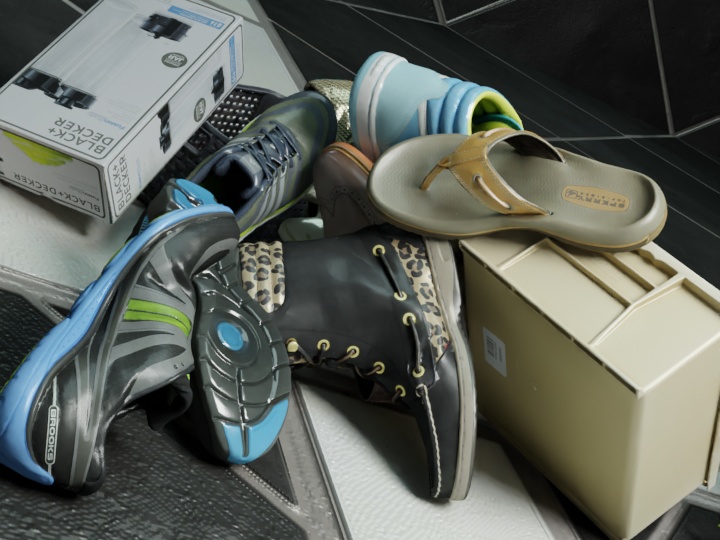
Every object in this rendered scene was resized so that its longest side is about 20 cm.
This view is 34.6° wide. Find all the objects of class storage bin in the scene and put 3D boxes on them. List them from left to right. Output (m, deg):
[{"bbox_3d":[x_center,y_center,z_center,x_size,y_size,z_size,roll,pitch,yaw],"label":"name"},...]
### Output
[{"bbox_3d":[-0.106,-0.097,1.028,0.135,0.094,0.200,38,20,26],"label":"storage bin"},{"bbox_3d":[0.156,0.061,0.823,0.094,0.201,0.199,-33,52,-18],"label":"storage bin"}]

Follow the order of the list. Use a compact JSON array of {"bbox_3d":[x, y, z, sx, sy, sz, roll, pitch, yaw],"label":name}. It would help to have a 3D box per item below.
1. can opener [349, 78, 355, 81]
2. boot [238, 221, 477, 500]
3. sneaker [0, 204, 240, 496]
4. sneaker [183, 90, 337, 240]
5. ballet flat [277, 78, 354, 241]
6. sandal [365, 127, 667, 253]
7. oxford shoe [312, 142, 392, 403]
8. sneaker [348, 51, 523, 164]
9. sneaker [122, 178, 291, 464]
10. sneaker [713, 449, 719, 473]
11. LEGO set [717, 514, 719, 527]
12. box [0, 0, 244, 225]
[{"bbox_3d":[-0.014,-0.132,1.137,0.063,0.200,0.079,-26,91,-35],"label":"can opener"},{"bbox_3d":[-0.003,0.059,0.778,0.150,0.201,0.073,-4,-15,-6],"label":"boot"},{"bbox_3d":[-0.121,0.040,0.631,0.083,0.071,0.200,37,49,-7],"label":"sneaker"},{"bbox_3d":[-0.080,-0.069,0.859,0.074,0.081,0.200,43,62,-5],"label":"sneaker"},{"bbox_3d":[-0.033,-0.060,0.945,0.075,0.201,0.068,7,-9,-28],"label":"ballet flat"},{"bbox_3d":[0.101,-0.060,0.762,0.199,0.081,0.054,10,-29,16],"label":"sandal"},{"bbox_3d":[0.000,0.000,0.854,0.073,0.071,0.201,-14,78,-37],"label":"oxford shoe"},{"bbox_3d":[0.069,-0.070,0.889,0.130,0.080,0.200,18,-30,26],"label":"sneaker"},{"bbox_3d":[-0.103,0.040,0.728,0.073,0.082,0.201,21,39,-43],"label":"sneaker"},{"bbox_3d":[0.267,0.100,0.939,0.074,0.115,0.200,62,-17,-14],"label":"sneaker"},{"bbox_3d":[0.352,0.144,0.904,0.153,0.201,0.116,5,27,-38],"label":"LEGO set"},{"bbox_3d":[-0.185,-0.136,0.889,0.116,0.060,0.200,23,51,15],"label":"box"}]
